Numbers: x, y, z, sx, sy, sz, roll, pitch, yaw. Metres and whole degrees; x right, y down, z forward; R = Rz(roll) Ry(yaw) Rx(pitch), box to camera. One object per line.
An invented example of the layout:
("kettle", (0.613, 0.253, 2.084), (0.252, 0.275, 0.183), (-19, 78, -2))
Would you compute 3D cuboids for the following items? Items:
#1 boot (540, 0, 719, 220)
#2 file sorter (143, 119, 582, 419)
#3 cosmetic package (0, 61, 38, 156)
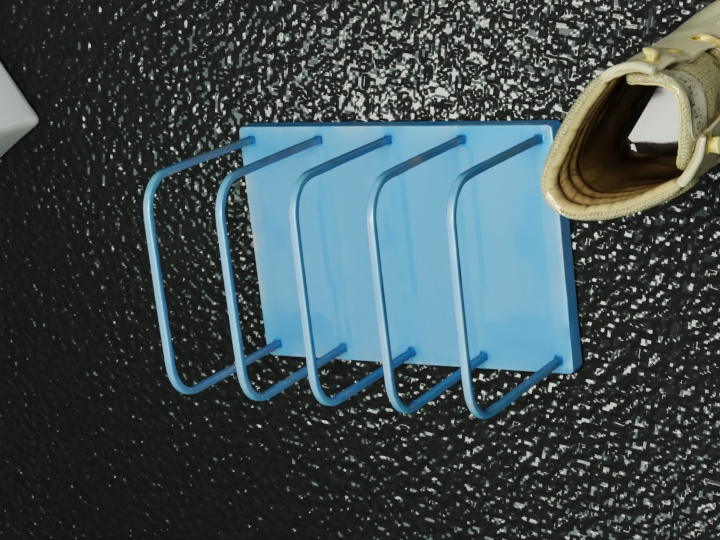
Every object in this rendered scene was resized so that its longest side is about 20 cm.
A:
("boot", (0.180, -0.100, 0.880), (0.200, 0.155, 0.073), (-36, 86, 34))
("file sorter", (0.000, 0.000, 1.043), (0.200, 0.123, 0.139), (2, 107, 30))
("cosmetic package", (-0.348, -0.092, 1.197), (0.200, 0.166, 0.167), (-37, 85, 33))
